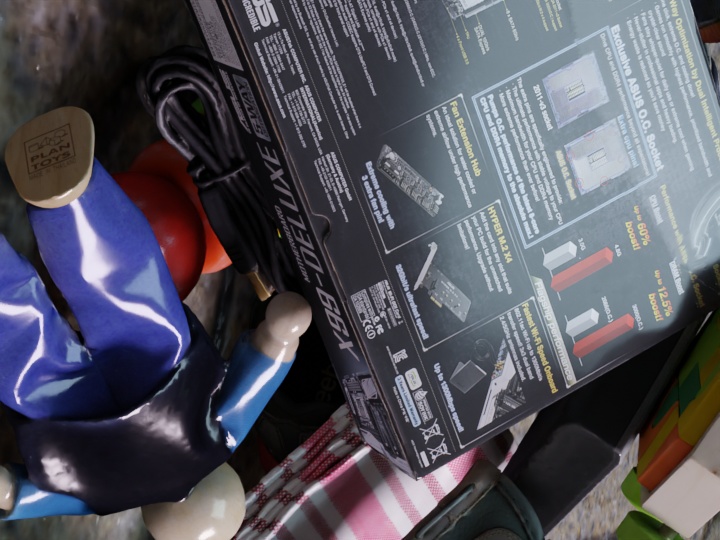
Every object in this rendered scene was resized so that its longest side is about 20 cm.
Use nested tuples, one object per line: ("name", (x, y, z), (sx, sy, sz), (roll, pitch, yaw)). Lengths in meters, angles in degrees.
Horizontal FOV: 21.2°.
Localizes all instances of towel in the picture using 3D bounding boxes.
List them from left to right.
("towel", (-0.009, 0.125, 0.854), (0.200, 0.030, 0.147), (-43, 149, -8))

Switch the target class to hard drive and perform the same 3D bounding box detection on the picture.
("hard drive", (0.129, 0.023, 0.869), (0.200, 0.033, 0.140), (-54, 176, -27))

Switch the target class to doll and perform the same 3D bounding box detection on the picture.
("doll", (-0.081, 0.036, 0.666), (0.049, 0.136, 0.201), (-119, -175, -45))

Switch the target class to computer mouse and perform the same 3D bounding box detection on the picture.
("computer mouse", (0.025, -0.074, 0.699), (0.200, 0.044, 0.110), (-34, 107, -18))

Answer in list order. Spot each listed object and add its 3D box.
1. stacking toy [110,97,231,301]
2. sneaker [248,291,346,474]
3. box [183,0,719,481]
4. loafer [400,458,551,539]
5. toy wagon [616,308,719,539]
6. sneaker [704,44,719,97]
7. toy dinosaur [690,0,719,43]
("stacking toy", (-0.043, -0.040, 0.750), (0.200, 0.085, 0.086), (-43, 138, -50))
("sneaker", (0.000, 0.000, 0.866), (0.098, 0.070, 0.202), (64, 43, -67))
("box", (0.042, -0.053, 0.662), (0.157, 0.050, 0.201), (-28, 112, -15))
("loafer", (-0.011, 0.152, 0.812), (0.063, 0.199, 0.072), (59, -8, 3))
("toy wagon", (0.156, 0.036, 0.768), (0.156, 0.039, 0.200), (-57, 177, 11))
("sneaker", (0.113, -0.069, 1.019), (0.077, 0.145, 0.203), (70, 39, -54))
("toy dinosaur", (0.119, -0.138, 0.725), (0.201, 0.104, 0.182), (-84, 156, -48))
